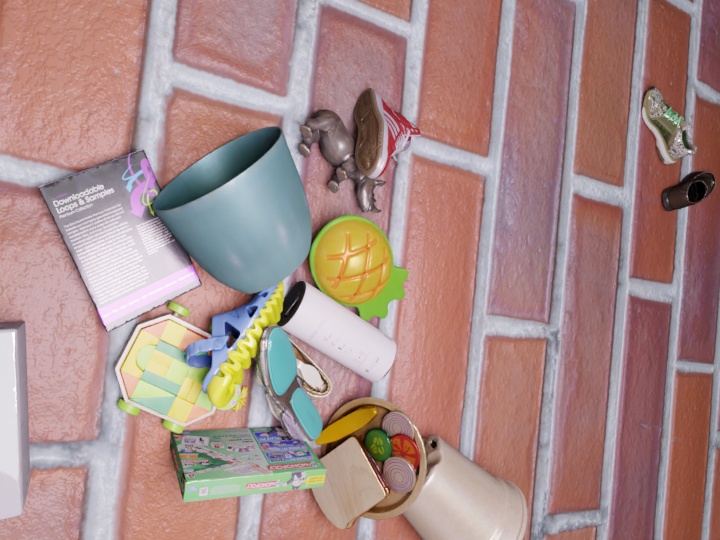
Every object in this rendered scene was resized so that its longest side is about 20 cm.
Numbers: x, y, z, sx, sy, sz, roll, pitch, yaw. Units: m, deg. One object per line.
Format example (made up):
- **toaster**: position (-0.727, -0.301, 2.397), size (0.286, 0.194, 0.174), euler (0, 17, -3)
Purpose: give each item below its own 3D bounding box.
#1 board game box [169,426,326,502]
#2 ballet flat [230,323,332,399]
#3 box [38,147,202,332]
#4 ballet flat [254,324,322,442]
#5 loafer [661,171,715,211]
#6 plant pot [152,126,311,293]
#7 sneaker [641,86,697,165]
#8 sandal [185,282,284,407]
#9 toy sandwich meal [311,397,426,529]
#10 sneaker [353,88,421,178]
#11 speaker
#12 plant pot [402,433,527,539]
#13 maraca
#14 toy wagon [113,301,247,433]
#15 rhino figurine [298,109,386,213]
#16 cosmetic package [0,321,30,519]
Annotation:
- **board game box**: position (-0.162, 0.268, 0.782), size (0.194, 0.134, 0.030), euler (7, 100, -28)
- **ballet flat**: position (-0.116, 0.128, 0.848), size (0.199, 0.062, 0.069), euler (42, 68, -23)
- **box**: position (-0.320, -0.043, 0.748), size (0.140, 0.036, 0.206), euler (-27, 104, -27)
- **ballet flat**: position (-0.118, 0.170, 0.801), size (0.071, 0.071, 0.206), euler (-32, 119, -25)
- **loafer**: position (0.838, -0.196, 1.376), size (0.196, 0.071, 0.075), euler (-27, 103, -26)
- **plant pot**: position (-0.156, -0.071, 0.755), size (0.200, 0.198, 0.164), euler (-40, 120, -22)
- **sneaker**: position (0.746, -0.353, 1.313), size (0.077, 0.088, 0.202), euler (-42, 109, -21)
- **sandal**: position (-0.174, 0.083, 0.772), size (0.085, 0.081, 0.202), euler (25, 55, 10)
- **toy sandwich meal**: position (0.007, 0.303, 0.866), size (0.070, 0.198, 0.214), euler (6, 87, -70)
- **sneaker**: position (0.048, -0.203, 0.892), size (0.111, 0.071, 0.205), euler (30, 39, -31)
- **speaker**: position (-0.037, 0.100, 0.881), size (0.197, 0.080, 0.083), euler (34, 75, -26)
- **plant pot**: position (0.152, 0.393, 0.944), size (0.183, 0.200, 0.202), euler (43, 71, -9)
- **maraca**: position (0.000, 0.000, 0.889), size (0.137, 0.107, 0.200), euler (-43, 122, 2)
- **toy wagon**: position (-0.244, 0.149, 0.789), size (0.197, 0.039, 0.159), euler (32, 76, -25)
- **rhino figurine**: position (-0.022, -0.173, 0.898), size (0.201, 0.059, 0.089), euler (50, 49, -22)
- **cosmetic package**: position (-0.483, 0.168, 0.608), size (0.193, 0.122, 0.209), euler (-1, 92, -29)
